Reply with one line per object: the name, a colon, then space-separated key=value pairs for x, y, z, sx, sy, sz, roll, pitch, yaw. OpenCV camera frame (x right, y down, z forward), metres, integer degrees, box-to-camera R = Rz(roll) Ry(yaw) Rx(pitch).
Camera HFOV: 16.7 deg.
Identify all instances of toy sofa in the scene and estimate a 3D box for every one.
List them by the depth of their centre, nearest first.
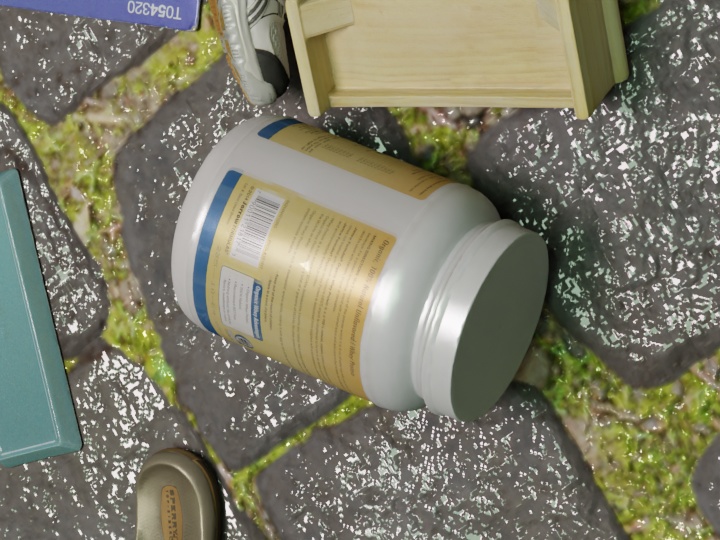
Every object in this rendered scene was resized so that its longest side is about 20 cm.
toy sofa: x=0.063 y=-0.149 z=1.505 sx=0.199 sy=0.098 sz=0.083 roll=2 pitch=120 yaw=27

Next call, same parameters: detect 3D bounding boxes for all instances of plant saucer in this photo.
plant saucer: x=-0.248 y=0.034 z=1.704 sx=0.070 sy=0.019 sz=0.201 roll=-15 pitch=88 yaw=27

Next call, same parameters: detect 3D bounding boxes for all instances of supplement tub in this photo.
supplement tub: x=0.000 y=0.000 z=1.503 sx=0.199 sy=0.144 sz=0.145 roll=23 pitch=104 yaw=24

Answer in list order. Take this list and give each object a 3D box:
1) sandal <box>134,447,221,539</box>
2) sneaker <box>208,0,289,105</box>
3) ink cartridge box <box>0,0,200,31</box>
sandal: x=-0.124 y=0.220 z=1.635 sx=0.080 sy=0.054 sz=0.201 roll=-7 pitch=91 yaw=27
sneaker: x=-0.056 y=-0.206 z=1.538 sx=0.087 sy=0.076 sz=0.201 roll=-11 pitch=100 yaw=-10
ink cartridge box: x=-0.190 y=-0.270 z=1.636 sx=0.195 sy=0.043 sz=0.201 roll=9 pitch=97 yaw=26
